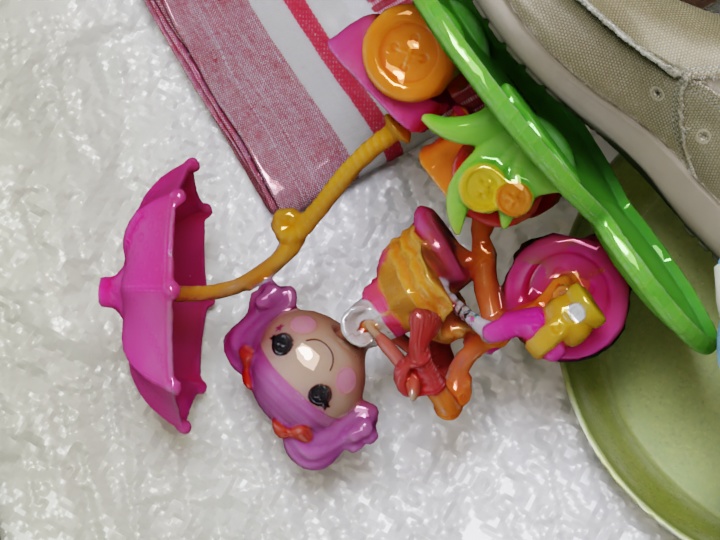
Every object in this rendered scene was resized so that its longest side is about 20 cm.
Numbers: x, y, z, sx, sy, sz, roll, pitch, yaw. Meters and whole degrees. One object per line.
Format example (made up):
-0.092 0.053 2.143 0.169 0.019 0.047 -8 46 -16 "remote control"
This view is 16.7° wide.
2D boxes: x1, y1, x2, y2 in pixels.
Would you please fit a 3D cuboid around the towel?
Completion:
0.016 -0.126 0.990 0.199 0.023 0.145 -30 73 -9 "towel"

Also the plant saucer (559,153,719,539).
0.172 0.023 0.928 0.198 0.031 0.202 -1 71 1 "plant saucer"

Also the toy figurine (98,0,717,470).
0.000 0.000 0.895 0.184 0.150 0.200 -38 88 13 "toy figurine"

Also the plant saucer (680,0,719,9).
0.097 -0.194 0.924 0.199 0.037 0.202 -3 85 37 "plant saucer"

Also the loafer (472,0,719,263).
0.112 -0.073 0.890 0.200 0.076 0.067 45 103 -5 "loafer"

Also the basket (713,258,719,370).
0.222 0.020 0.789 0.199 0.176 0.140 -14 71 44 "basket"
